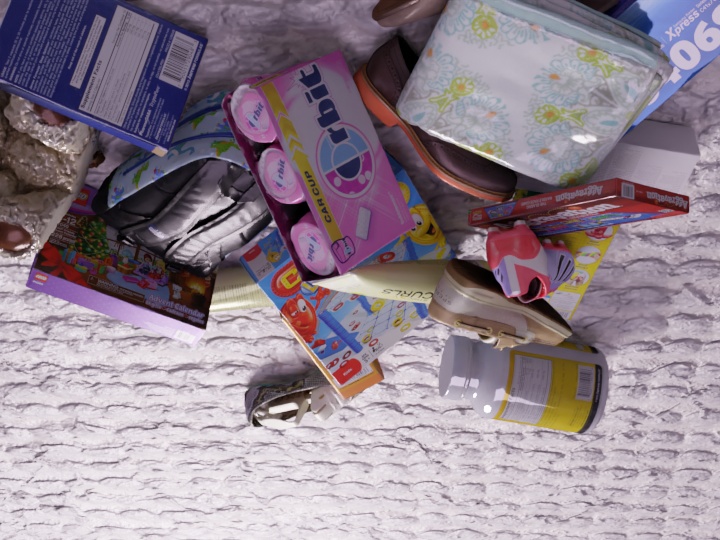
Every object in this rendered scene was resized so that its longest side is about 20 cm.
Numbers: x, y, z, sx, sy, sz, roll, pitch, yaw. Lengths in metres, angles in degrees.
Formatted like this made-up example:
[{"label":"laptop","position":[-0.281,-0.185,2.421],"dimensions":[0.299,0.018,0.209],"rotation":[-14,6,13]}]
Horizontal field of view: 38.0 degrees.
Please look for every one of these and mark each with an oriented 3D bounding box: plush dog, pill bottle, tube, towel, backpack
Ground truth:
[{"label":"plush dog","position":[-0.365,-0.136,1.076],"dimensions":[0.171,0.161,0.201],"rotation":[23,108,0]},{"label":"pill bottle","position":[0.204,0.137,1.326],"dimensions":[0.198,0.113,0.112],"rotation":[10,138,-6]},{"label":"tube","position":[-0.141,0.022,1.278],"dimensions":[0.198,0.052,0.058],"rotation":[-6,177,0]},{"label":"towel","position":[0.150,-0.164,0.929],"dimensions":[0.199,0.048,0.172],"rotation":[22,135,-7]},{"label":"backpack","position":[-0.158,-0.093,1.092],"dimensions":[0.163,0.155,0.199],"rotation":[32,153,-25]},{"label":"tube","position":[0.052,0.012,1.116],"dimensions":[0.199,0.052,0.058],"rotation":[3,129,-33]}]

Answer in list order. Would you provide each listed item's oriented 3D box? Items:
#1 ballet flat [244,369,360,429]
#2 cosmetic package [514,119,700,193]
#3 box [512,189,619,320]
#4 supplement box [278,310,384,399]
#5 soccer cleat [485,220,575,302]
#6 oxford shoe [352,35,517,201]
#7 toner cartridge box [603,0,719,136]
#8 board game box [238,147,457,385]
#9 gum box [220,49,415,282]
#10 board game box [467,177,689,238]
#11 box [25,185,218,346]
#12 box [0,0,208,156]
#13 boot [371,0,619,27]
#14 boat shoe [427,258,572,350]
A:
[{"label":"ballet flat","position":[-0.071,0.179,1.429],"dimensions":[0.199,0.072,0.072],"rotation":[-16,135,20]},{"label":"cosmetic package","position":[0.239,-0.119,1.083],"dimensions":[0.198,0.051,0.083],"rotation":[9,134,-5]},{"label":"box","position":[0.215,-0.030,1.189],"dimensions":[0.116,0.049,0.201],"rotation":[10,140,-5]},{"label":"supplement box","position":[-0.038,0.076,1.290],"dimensions":[0.068,0.067,0.200],"rotation":[-26,137,3]},{"label":"soccer cleat","position":[0.180,0.003,1.092],"dimensions":[0.066,0.077,0.200],"rotation":[-11,166,22]},{"label":"oxford shoe","position":[0.086,-0.145,1.025],"dimensions":[0.200,0.071,0.073],"rotation":[38,126,-11]},{"label":"toner cartridge box","position":[0.254,-0.199,0.963],"dimensions":[0.095,0.043,0.200],"rotation":[38,119,-17]},{"label":"board game box","position":[0.000,0.000,1.162],"dimensions":[0.200,0.056,0.196],"rotation":[-38,131,-2]},{"label":"gum box","position":[-0.040,-0.105,1.009],"dimensions":[0.066,0.113,0.201],"rotation":[-11,107,50]},{"label":"board game box","position":[0.208,-0.058,1.024],"dimensions":[0.102,0.020,0.199],"rotation":[10,169,-34]},{"label":"box","position":[-0.261,-0.010,1.181],"dimensions":[0.199,0.138,0.039],"rotation":[21,137,-19]},{"label":"box","position":[-0.256,-0.203,0.983],"dimensions":[0.199,0.122,0.032],"rotation":[22,168,-20]},{"label":"boot","position":[0.129,-0.241,0.942],"dimensions":[0.199,0.071,0.146],"rotation":[-29,129,30]},{"label":"boat shoe","position":[0.146,0.046,1.108],"dimensions":[0.199,0.074,0.067],"rotation":[23,111,-38]}]
